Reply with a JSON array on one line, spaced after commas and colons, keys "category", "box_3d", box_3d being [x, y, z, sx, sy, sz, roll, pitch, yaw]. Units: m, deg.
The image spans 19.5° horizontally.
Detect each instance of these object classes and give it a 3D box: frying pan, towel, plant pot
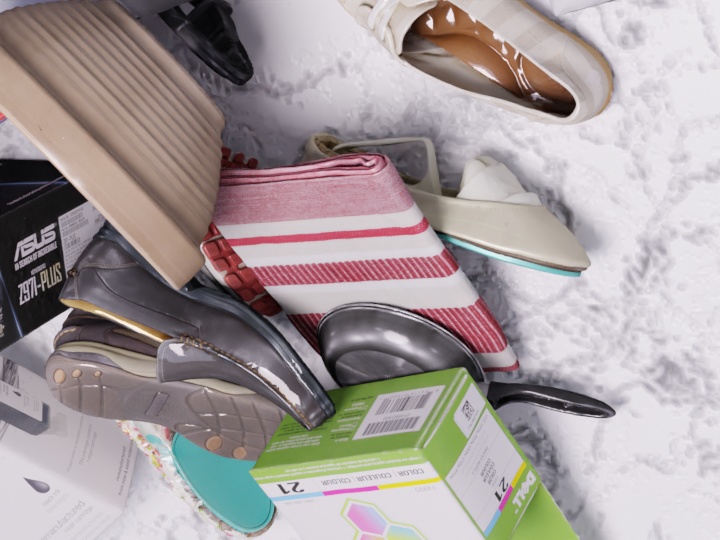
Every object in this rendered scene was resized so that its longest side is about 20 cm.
[{"category": "frying pan", "box_3d": [0.056, 0.079, 1.346, 0.190, 0.031, 0.115, 28, 148, -6]}, {"category": "towel", "box_3d": [0.000, 0.000, 1.302, 0.144, 0.023, 0.200, -2, 141, 33]}, {"category": "plant pot", "box_3d": [-0.143, -0.090, 1.210, 0.093, 0.201, 0.201, -44, 92, -3]}]

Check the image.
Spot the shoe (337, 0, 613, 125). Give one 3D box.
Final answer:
[{"category": "shoe", "box_3d": [0.057, -0.146, 1.237, 0.200, 0.053, 0.070, 30, 124, 9]}]

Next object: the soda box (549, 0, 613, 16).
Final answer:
[{"category": "soda box", "box_3d": [0.111, -0.248, 1.153, 0.063, 0.068, 0.200, -12, 109, 30]}]

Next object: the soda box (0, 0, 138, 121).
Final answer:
[{"category": "soda box", "box_3d": [-0.228, -0.143, 1.361, 0.200, 0.063, 0.068, -30, 100, 34]}]

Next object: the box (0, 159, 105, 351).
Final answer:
[{"category": "box", "box_3d": [-0.279, -0.008, 1.375, 0.163, 0.200, 0.086, 3, 109, 25]}]

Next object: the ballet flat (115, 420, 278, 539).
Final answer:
[{"category": "ballet flat", "box_3d": [-0.131, 0.104, 1.455, 0.200, 0.076, 0.064, 52, 155, -1]}]

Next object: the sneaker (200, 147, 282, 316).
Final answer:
[{"category": "sneaker", "box_3d": [-0.111, -0.053, 1.364, 0.200, 0.078, 0.082, 52, 151, -11]}]

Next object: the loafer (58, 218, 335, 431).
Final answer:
[{"category": "loafer", "box_3d": [-0.104, 0.046, 1.335, 0.200, 0.072, 0.073, 36, 167, 20]}]

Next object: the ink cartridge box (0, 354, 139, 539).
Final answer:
[{"category": "ink cartridge box", "box_3d": [-0.278, 0.132, 1.476, 0.200, 0.085, 0.146, 32, 127, -20]}]

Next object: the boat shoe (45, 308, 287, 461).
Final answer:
[{"category": "boat shoe", "box_3d": [-0.109, 0.068, 1.395, 0.200, 0.073, 0.075, 19, 140, -20]}]

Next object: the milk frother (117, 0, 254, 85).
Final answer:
[{"category": "milk frother", "box_3d": [-0.068, -0.223, 1.225, 0.188, 0.200, 0.181, -21, 73, 21]}]

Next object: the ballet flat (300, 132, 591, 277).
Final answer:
[{"category": "ballet flat", "box_3d": [0.050, -0.046, 1.289, 0.199, 0.069, 0.070, 13, 119, 21]}]

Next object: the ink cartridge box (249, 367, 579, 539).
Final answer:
[{"category": "ink cartridge box", "box_3d": [0.049, 0.166, 1.344, 0.148, 0.076, 0.200, -12, 123, 41]}]
